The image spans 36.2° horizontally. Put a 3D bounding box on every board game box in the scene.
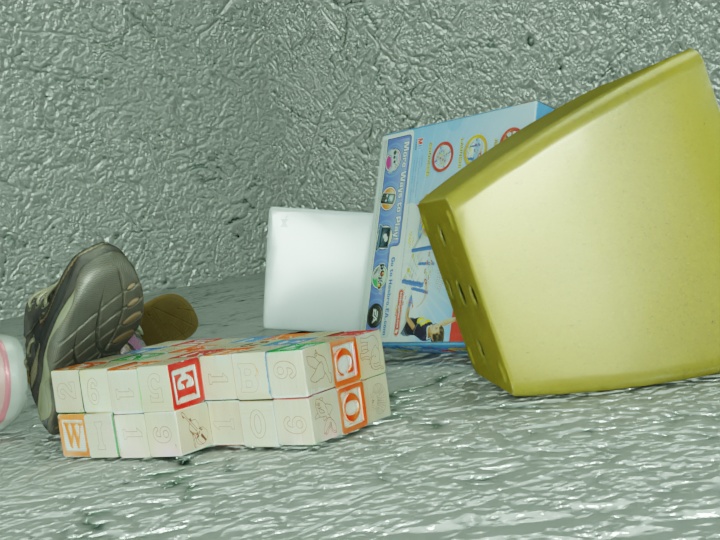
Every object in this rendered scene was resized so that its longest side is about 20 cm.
[{"bbox_3d":[0.089,-0.030,0.959,0.055,0.203,0.195,15,-12,-38],"label":"board game box"}]

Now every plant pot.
[{"bbox_3d":[0.149,-0.015,0.766,0.174,0.203,0.200,-20,4,-4],"label":"plant pot"}]

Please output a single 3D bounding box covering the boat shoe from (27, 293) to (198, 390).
[{"bbox_3d":[-0.253,0.088,1.108,0.199,0.071,0.069,-21,-15,-44],"label":"boat shoe"}]

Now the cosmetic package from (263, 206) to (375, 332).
[{"bbox_3d":[0.000,0.000,1.152,0.196,0.125,0.200,3,0,-3],"label":"cosmetic package"}]

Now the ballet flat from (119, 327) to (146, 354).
[{"bbox_3d":[-0.228,0.065,1.019,0.071,0.070,0.200,30,9,-35],"label":"ballet flat"}]

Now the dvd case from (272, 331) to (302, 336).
[{"bbox_3d":[-0.097,0.084,1.051,0.148,0.025,0.200,-8,3,-9],"label":"dvd case"}]

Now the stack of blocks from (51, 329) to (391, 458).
[{"bbox_3d":[-0.094,0.081,0.728,0.198,0.059,0.115,-6,3,35],"label":"stack of blocks"}]

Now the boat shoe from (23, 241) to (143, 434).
[{"bbox_3d":[-0.212,0.042,0.792,0.074,0.074,0.201,-24,-24,-39],"label":"boat shoe"}]

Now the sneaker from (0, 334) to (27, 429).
[{"bbox_3d":[-0.353,0.102,0.885,0.199,0.076,0.104,-16,-8,42],"label":"sneaker"}]
